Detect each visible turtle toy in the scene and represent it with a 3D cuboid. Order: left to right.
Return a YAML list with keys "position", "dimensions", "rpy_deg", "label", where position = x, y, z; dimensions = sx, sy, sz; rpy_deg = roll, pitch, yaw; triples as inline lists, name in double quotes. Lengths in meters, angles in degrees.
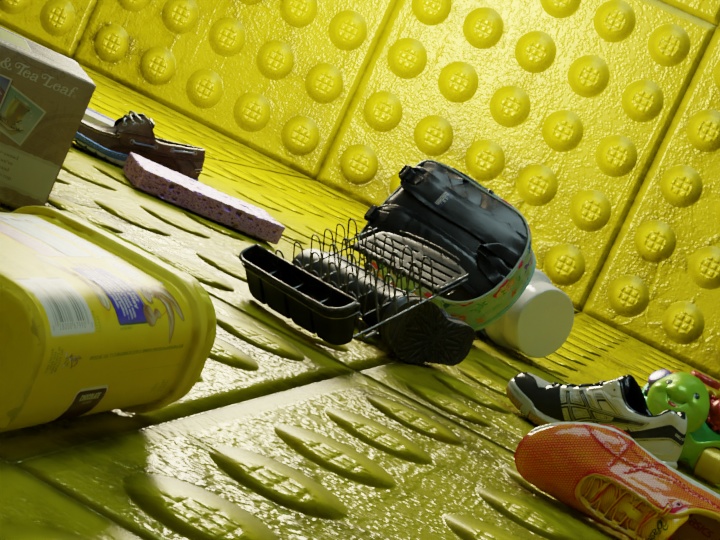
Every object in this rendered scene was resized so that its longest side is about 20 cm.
- position: [0.364, 0.164, 1.719]
  dimensions: [0.145, 0.102, 0.200]
  rpy_deg: [28, 6, 22]
  label: "turtle toy"

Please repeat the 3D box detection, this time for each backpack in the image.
- position: [0.117, -0.019, 1.920]
  dimensions: [0.199, 0.178, 0.151]
  rpy_deg: [29, -23, 30]
  label: "backpack"

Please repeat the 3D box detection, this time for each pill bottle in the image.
- position: [0.189, 0.037, 2.042]
  dimensions: [0.113, 0.114, 0.200]
  rpy_deg: [21, 8, -35]
  label: "pill bottle"

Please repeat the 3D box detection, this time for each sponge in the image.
- position: [-0.200, -0.091, 1.941]
  dimensions: [0.199, 0.030, 0.112]
  rpy_deg: [23, 6, -21]
  label: "sponge"

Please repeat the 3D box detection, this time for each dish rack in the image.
- position: [0.000, 0.000, 1.482]
  dimensions: [0.199, 0.055, 0.153]
  rpy_deg: [-24, 38, -35]
  label: "dish rack"

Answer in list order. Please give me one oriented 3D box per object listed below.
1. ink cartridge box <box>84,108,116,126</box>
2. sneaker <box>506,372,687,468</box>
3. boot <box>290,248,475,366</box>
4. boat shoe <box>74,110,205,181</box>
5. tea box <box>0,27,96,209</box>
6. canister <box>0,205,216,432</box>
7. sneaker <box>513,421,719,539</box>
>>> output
- position: [-0.396, -0.213, 2.150]
  dimensions: [0.199, 0.039, 0.099]
  rpy_deg: [24, 6, 0]
  label: "ink cartridge box"
- position: [0.238, 0.137, 1.518]
  dimensions: [0.199, 0.088, 0.075]
  rpy_deg: [28, 8, 34]
  label: "sneaker"
- position: [0.004, 0.026, 1.600]
  dimensions: [0.199, 0.066, 0.165]
  rpy_deg: [33, 1, 33]
  label: "boot"
- position: [-0.299, -0.172, 2.026]
  dimensions: [0.199, 0.073, 0.072]
  rpy_deg: [23, 6, -23]
  label: "boat shoe"
- position: [-0.364, -0.161, 1.390]
  dimensions: [0.199, 0.134, 0.197]
  rpy_deg: [23, 6, -19]
  label: "tea box"
- position: [-0.181, 0.022, 0.810]
  dimensions: [0.148, 0.087, 0.200]
  rpy_deg: [27, 8, 15]
  label: "canister"
- position: [0.214, 0.175, 1.183]
  dimensions: [0.199, 0.073, 0.077]
  rpy_deg: [23, 16, 1]
  label: "sneaker"
